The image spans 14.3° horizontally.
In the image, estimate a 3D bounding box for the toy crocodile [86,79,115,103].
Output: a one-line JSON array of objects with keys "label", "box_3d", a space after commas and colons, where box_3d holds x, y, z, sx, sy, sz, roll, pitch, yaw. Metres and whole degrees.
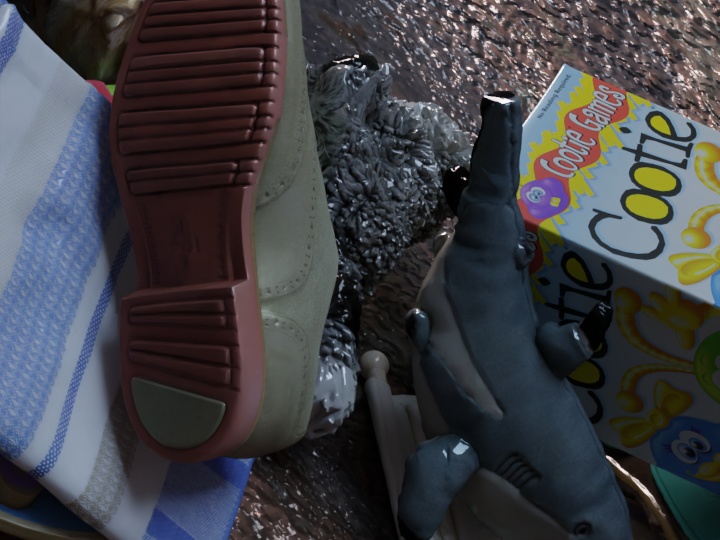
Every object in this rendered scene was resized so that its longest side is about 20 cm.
[{"label": "toy crocodile", "box_3d": [-0.108, -0.047, 1.105, 0.200, 0.062, 0.068, 0, 44, -48]}]

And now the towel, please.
[{"label": "towel", "box_3d": [-0.097, 0.010, 1.035, 0.200, 0.024, 0.147, 46, 47, -36]}]

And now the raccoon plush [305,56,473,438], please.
[{"label": "raccoon plush", "box_3d": [0.000, 0.000, 1.241, 0.134, 0.097, 0.200, 29, 56, -43]}]

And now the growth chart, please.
[{"label": "growth chart", "box_3d": [0.084, 0.115, 1.243, 0.200, 0.018, 0.145, 29, 32, -23]}]

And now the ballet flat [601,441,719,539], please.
[{"label": "ballet flat", "box_3d": [0.145, 0.089, 1.295, 0.063, 0.069, 0.200, 61, 4, -38]}]

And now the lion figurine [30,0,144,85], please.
[{"label": "lion figurine", "box_3d": [-0.089, -0.148, 1.210, 0.072, 0.123, 0.200, 19, 57, -6]}]

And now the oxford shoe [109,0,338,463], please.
[{"label": "oxford shoe", "box_3d": [-0.045, -0.030, 1.044, 0.074, 0.071, 0.200, 8, 87, -56]}]

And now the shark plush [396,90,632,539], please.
[{"label": "shark plush", "box_3d": [0.068, 0.024, 1.164, 0.083, 0.200, 0.091, 3, 10, 22]}]

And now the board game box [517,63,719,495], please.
[{"label": "board game box", "box_3d": [0.147, 0.015, 1.211, 0.200, 0.103, 0.105, 24, 46, 12]}]

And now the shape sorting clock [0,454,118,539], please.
[{"label": "shape sorting clock", "box_3d": [-0.131, 0.020, 1.087, 0.200, 0.039, 0.200, 30, 32, -21]}]
